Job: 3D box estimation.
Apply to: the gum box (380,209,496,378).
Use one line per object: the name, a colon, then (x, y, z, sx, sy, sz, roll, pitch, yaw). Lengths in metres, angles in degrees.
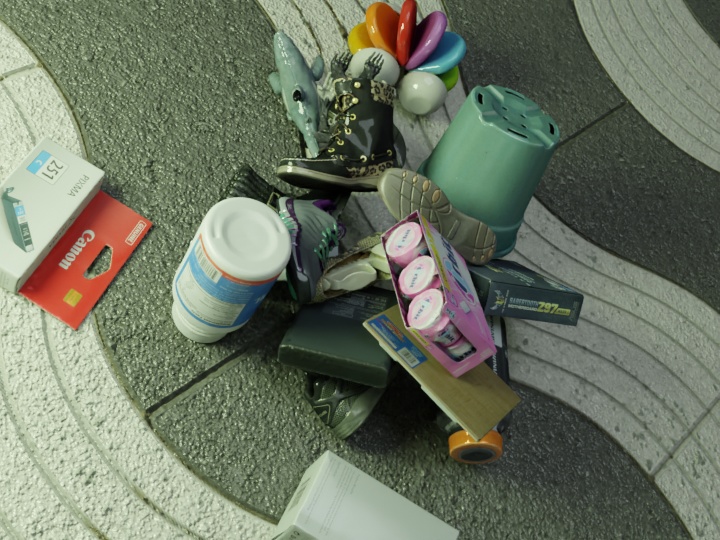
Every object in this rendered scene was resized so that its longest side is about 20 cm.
gum box: (0.098, 0.031, 1.239, 0.113, 0.066, 0.201, 43, 21, -35)

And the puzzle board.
puzzle board: (0.104, 0.121, 1.235, 0.200, 0.017, 0.150, 45, 29, 13)

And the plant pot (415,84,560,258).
plant pot: (0.189, -0.157, 1.464, 0.199, 0.197, 0.201, 17, 38, -13)

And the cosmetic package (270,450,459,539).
cosmetic package: (0.009, 0.323, 1.175, 0.199, 0.081, 0.113, 35, 51, -6)

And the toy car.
toy car: (0.086, -0.371, 1.604, 0.199, 0.150, 0.176, 23, 52, -14)

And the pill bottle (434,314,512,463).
pill bottle: (0.154, 0.159, 1.337, 0.105, 0.106, 0.202, 14, 55, -20)

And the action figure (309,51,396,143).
action figure: (-0.012, -0.248, 1.448, 0.118, 0.102, 0.201, 8, 52, -8)

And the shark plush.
shark plush: (-0.100, -0.257, 1.478, 0.090, 0.083, 0.202, -5, 78, 5)

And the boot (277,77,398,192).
boot: (-0.026, -0.187, 1.337, 0.199, 0.073, 0.152, 1, 89, -34)

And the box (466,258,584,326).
box: (0.201, 0.022, 1.406, 0.156, 0.200, 0.051, 8, 101, -23)

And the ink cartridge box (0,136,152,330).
ink cartridge box: (-0.379, -0.051, 1.224, 0.175, 0.045, 0.201, 32, 51, -6)

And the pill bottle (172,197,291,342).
pill bottle: (-0.167, 0.008, 1.198, 0.111, 0.200, 0.113, 13, 56, -20)

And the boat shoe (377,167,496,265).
boat shoe: (0.099, -0.072, 1.365, 0.200, 0.072, 0.076, 38, 82, -19)

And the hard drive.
hard drive: (-0.015, 0.074, 1.269, 0.138, 0.033, 0.200, 13, 27, 6)

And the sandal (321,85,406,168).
sandal: (0.000, -0.217, 1.526, 0.079, 0.058, 0.201, -26, 61, -28)

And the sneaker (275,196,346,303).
sneaker: (-0.057, -0.037, 1.233, 0.087, 0.075, 0.201, -7, 38, -6)

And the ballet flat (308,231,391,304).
ballet flat: (0.000, 0.000, 1.301, 0.199, 0.075, 0.068, -24, 112, -42)

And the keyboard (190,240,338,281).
keyboard: (-0.128, -0.014, 1.306, 0.198, 0.011, 0.057, -1, 91, -11)

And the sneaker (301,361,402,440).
sneaker: (-0.008, 0.117, 1.296, 0.114, 0.076, 0.200, 43, 56, -6)

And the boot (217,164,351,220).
boot: (-0.107, -0.101, 1.378, 0.157, 0.079, 0.212, 34, 51, -6)
